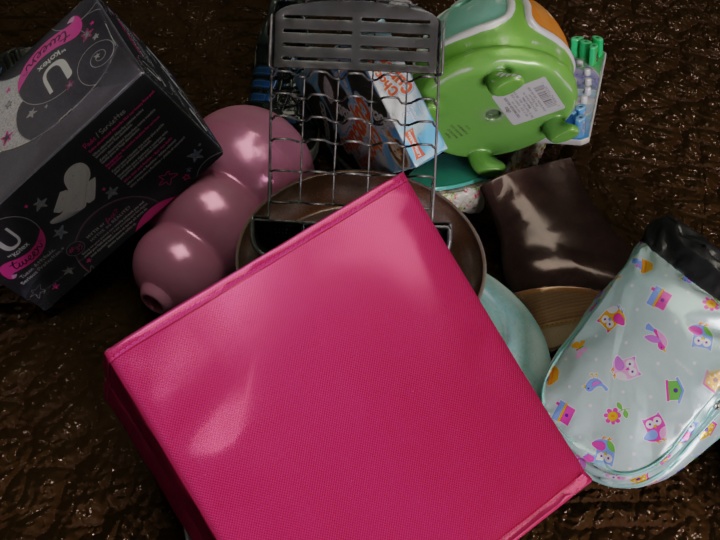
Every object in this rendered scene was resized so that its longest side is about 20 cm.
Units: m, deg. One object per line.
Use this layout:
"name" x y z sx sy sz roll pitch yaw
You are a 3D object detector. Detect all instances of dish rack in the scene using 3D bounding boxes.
"dish rack" -0.005 -0.108 0.788 0.151 0.055 0.204 2 94 -1

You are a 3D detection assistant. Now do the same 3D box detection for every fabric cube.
"fabric cube" -0.021 0.098 0.627 0.195 0.200 0.201 -32 86 -19

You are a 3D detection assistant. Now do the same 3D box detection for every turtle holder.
"turtle holder" 0.107 -0.170 0.936 0.139 0.185 0.134 14 59 -26

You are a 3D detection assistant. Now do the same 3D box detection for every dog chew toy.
"dog chew toy" -0.122 -0.047 0.886 0.123 0.125 0.201 26 58 10

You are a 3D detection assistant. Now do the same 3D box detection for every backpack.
"backpack" 0.228 0.073 0.811 0.167 0.126 0.201 42 97 30

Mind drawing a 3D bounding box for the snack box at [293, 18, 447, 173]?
"snack box" 0.003 -0.142 0.916 0.037 0.200 0.117 -30 99 -14

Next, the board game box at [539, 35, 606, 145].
"board game box" 0.145 -0.195 1.066 0.197 0.026 0.201 6 38 16

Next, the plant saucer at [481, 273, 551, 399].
"plant saucer" 0.065 0.053 0.837 0.197 0.039 0.203 7 50 -8

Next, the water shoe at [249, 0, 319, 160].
"water shoe" -0.078 -0.193 1.038 0.070 0.079 0.202 -1 51 -12

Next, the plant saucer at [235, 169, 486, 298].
"plant saucer" 0.000 0.000 0.823 0.197 0.035 0.202 2 47 -2

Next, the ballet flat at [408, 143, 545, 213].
"ballet flat" 0.119 -0.094 1.007 0.199 0.065 0.075 -32 43 -33

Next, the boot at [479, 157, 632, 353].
"boot" 0.218 -0.026 0.938 0.197 0.072 0.169 -14 78 -13

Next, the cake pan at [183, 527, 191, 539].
"cake pan" -0.026 0.162 0.733 0.197 0.037 0.204 3 74 -11

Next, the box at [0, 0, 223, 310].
"box" -0.235 -0.096 0.832 0.199 0.115 0.133 -40 52 3

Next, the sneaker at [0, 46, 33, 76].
"sneaker" -0.320 -0.141 0.943 0.199 0.077 0.111 -29 67 -35
